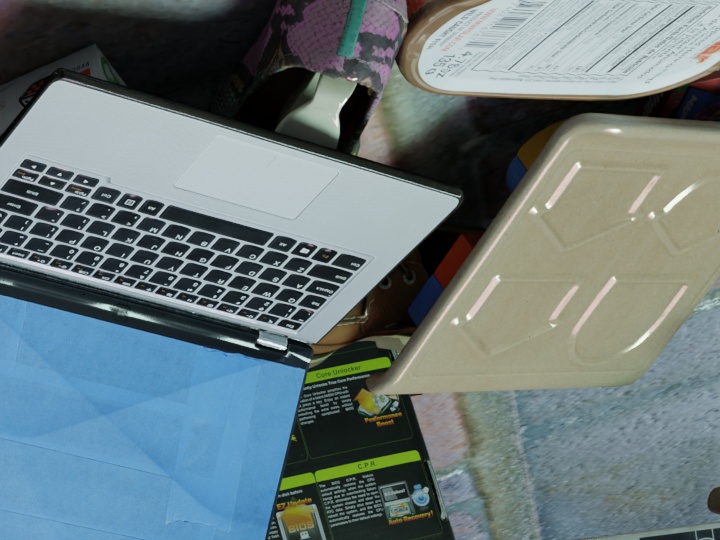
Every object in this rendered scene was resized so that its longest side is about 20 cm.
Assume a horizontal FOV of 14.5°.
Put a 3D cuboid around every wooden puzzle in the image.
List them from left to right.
[{"bbox_3d":[0.112,-0.014,1.378,0.185,0.046,0.200,1,138,-44],"label":"wooden puzzle"}]

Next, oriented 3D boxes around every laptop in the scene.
[{"bbox_3d":[-0.083,0.040,1.153,0.187,0.116,0.200,15,142,-28],"label":"laptop"}]

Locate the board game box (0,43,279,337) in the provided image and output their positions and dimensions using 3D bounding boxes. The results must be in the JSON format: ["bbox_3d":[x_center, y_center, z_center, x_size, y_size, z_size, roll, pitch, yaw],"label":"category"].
[{"bbox_3d":[-0.122,-0.002,1.216,0.126,0.035,0.200,-21,138,12],"label":"board game box"}]

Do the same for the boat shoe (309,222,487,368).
[{"bbox_3d":[0.000,0.000,1.395,0.068,0.072,0.200,-36,163,32],"label":"boat shoe"}]

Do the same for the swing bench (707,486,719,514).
[{"bbox_3d":[0.308,0.052,1.479,0.199,0.200,0.130,18,162,7],"label":"swing bench"}]

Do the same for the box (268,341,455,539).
[{"bbox_3d":[-0.064,0.106,1.427,0.199,0.194,0.048,-12,158,-17],"label":"box"}]

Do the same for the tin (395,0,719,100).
[{"bbox_3d":[0.097,-0.112,1.210,0.199,0.042,0.112,-2,159,-39],"label":"tin"}]

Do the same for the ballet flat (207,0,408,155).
[{"bbox_3d":[-0.030,-0.057,1.187,0.069,0.071,0.200,20,152,-6],"label":"ballet flat"}]

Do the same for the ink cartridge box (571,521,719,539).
[{"bbox_3d":[0.148,0.161,1.457,0.199,0.039,0.100,-8,161,0],"label":"ink cartridge box"}]

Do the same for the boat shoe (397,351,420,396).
[{"bbox_3d":[-0.058,0.077,1.514,0.199,0.068,0.072,-9,-177,-18],"label":"boat shoe"}]

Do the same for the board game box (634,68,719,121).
[{"bbox_3d":[0.179,-0.066,1.431,0.102,0.020,0.200,-14,160,-13],"label":"board game box"}]
